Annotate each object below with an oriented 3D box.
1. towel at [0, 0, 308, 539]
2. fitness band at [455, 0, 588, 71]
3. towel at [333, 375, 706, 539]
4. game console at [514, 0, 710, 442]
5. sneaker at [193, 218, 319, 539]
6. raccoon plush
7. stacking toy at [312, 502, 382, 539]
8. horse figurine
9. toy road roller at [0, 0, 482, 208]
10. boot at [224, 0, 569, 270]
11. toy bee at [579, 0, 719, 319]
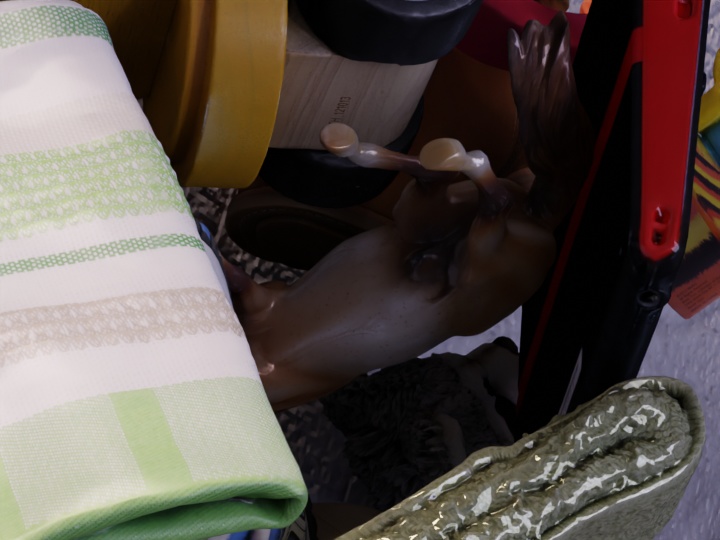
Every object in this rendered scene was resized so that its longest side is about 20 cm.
[{"bbox_3d":[-0.110,0.000,0.636,0.149,0.200,0.031,-12,133,-16],"label":"towel"},{"bbox_3d":[0.054,-0.163,0.935,0.144,0.037,0.200,3,67,-35],"label":"fitness band"},{"bbox_3d":[0.012,0.114,0.747,0.200,0.036,0.148,-28,153,-23],"label":"towel"},{"bbox_3d":[0.082,-0.011,0.833,0.200,0.031,0.177,102,-5,-51],"label":"game console"},{"bbox_3d":[-0.054,0.073,0.752,0.200,0.076,0.077,71,5,-46],"label":"sneaker"},{"bbox_3d":[0.029,0.124,0.930,0.134,0.097,0.200,24,73,-49],"label":"raccoon plush"},{"bbox_3d":[-0.006,0.187,0.906,0.085,0.085,0.200,-34,122,-46],"label":"stacking toy"},{"bbox_3d":[0.000,0.000,0.798,0.133,0.200,0.050,31,32,-58],"label":"horse figurine"},{"bbox_3d":[-0.047,-0.122,0.796,0.146,0.123,0.200,1,63,-14],"label":"toy road roller"},{"bbox_3d":[0.017,-0.075,0.928,0.200,0.074,0.155,7,86,-62],"label":"boot"},{"bbox_3d":[0.112,-0.054,1.037,0.131,0.200,0.109,-42,99,-2],"label":"toy bee"}]
